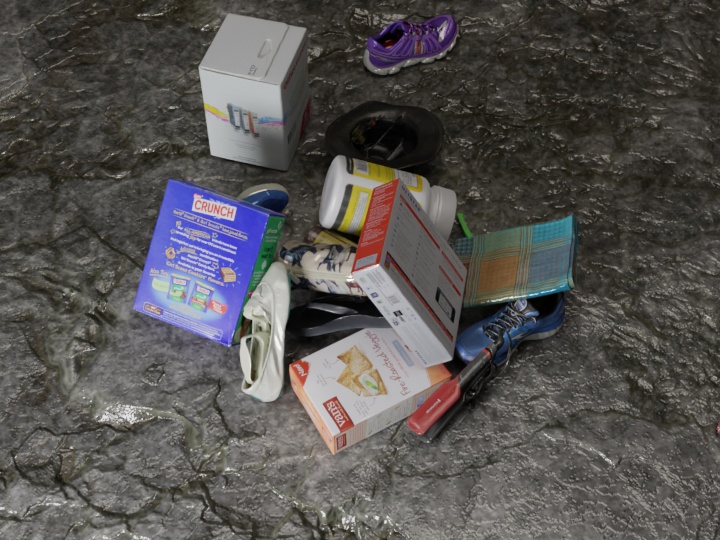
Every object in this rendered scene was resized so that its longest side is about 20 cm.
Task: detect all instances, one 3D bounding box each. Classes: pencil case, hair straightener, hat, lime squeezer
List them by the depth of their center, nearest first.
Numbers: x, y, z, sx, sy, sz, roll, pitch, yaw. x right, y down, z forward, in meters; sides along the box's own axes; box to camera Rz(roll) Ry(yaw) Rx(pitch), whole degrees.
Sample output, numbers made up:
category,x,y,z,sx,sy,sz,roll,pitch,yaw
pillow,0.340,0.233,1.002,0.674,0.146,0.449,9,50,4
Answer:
category,x,y,z,sx,sy,sz,roll,pitch,yaw
hair straightener,0.148,0.165,1.575,0.041,0.077,0.200,33,77,34
pencil case,-0.030,0.000,1.629,0.197,0.079,0.089,5,28,30
lime squeezer,0.159,-0.015,1.735,0.070,0.038,0.202,15,55,10
hat,0.041,-0.197,1.845,0.197,0.082,0.202,-3,44,3

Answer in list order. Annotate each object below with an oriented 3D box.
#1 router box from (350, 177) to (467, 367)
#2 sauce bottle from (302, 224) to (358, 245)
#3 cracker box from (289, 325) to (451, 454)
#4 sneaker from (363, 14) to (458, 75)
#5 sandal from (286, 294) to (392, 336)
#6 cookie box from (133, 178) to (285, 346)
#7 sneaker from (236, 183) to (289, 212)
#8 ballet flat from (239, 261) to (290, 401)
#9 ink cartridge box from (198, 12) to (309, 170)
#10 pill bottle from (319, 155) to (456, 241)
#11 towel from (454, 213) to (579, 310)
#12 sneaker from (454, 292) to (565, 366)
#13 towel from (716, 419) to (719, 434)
category,x,y,z,sx,sy,sz,roll,pitch,yaw
router box,0.074,0.004,1.564,0.048,0.201,0.181,-19,36,30
sauce bottle,0.000,0.000,1.703,0.199,0.065,0.065,31,58,21
cracker box,0.014,0.157,1.588,0.198,0.058,0.134,-25,56,-18
sneaker,0.096,-0.422,2.014,0.198,0.084,0.081,-27,58,-21
sandal,-0.023,0.056,1.636,0.197,0.043,0.076,-7,26,19
cookie box,-0.222,-0.013,1.632,0.169,0.075,0.203,20,97,14
sneaker,-0.187,-0.055,1.730,0.198,0.077,0.112,-24,51,-13
ballet flat,-0.139,0.085,1.585,0.068,0.069,0.203,3,82,1
ink cartridge box,-0.171,-0.296,1.838,0.142,0.201,0.147,13,53,9
pill bottle,0.043,-0.102,1.729,0.197,0.115,0.116,13,51,-12
towel,0.227,-0.011,1.651,0.197,0.022,0.148,-11,43,24
sneaker,0.220,0.074,1.636,0.198,0.090,0.079,-27,57,-21
towel,0.624,0.215,1.581,0.198,0.023,0.145,24,57,16
